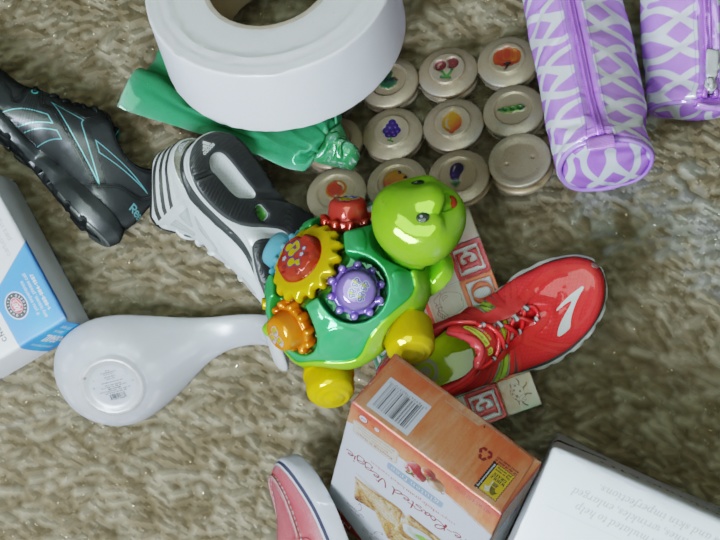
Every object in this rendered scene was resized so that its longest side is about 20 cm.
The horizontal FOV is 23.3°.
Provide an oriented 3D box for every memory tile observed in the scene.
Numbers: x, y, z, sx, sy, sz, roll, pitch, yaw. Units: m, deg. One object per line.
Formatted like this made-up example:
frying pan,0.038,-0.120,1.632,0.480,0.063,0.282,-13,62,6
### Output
memory tile,0.050,-0.113,1.399,0.200,0.017,0.154,-9,60,10

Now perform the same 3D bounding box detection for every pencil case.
pencil case,0.177,-0.160,1.360,0.084,0.086,0.200,-9,63,0
pencil case,0.263,-0.214,1.376,0.084,0.085,0.200,-3,86,5

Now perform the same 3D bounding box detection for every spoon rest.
spoon rest,-0.155,0.073,1.431,0.200,0.061,0.100,-11,113,11

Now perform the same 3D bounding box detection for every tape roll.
tape roll,-0.066,-0.210,1.385,0.202,0.071,0.203,-5,55,8

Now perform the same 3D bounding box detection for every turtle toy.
turtle toy,0.000,0.000,1.301,0.200,0.101,0.146,-30,46,25

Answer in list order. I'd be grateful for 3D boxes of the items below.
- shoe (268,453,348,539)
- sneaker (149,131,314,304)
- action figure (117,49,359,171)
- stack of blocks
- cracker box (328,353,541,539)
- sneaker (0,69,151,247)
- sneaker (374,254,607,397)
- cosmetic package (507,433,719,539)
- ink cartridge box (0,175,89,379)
shoe,-0.051,0.240,1.332,0.091,0.072,0.200,-17,65,-17
sneaker,-0.098,-0.029,1.430,0.076,0.115,0.201,-45,114,-26
action figure,-0.084,-0.130,1.410,0.200,0.055,0.118,29,75,24
stack of blocks,0.058,0.034,1.407,0.115,0.059,0.200,-20,85,4
cracker box,0.049,0.164,1.308,0.134,0.200,0.058,36,62,14
sneaker,-0.251,-0.112,1.455,0.079,0.075,0.200,-44,89,-11
sneaker,0.101,0.054,1.328,0.200,0.085,0.077,-30,85,4
cosmetic package,0.187,0.232,1.311,0.165,0.200,0.165,23,90,7
ink cartridge box,-0.349,0.031,1.443,0.200,0.084,0.146,-30,84,3
